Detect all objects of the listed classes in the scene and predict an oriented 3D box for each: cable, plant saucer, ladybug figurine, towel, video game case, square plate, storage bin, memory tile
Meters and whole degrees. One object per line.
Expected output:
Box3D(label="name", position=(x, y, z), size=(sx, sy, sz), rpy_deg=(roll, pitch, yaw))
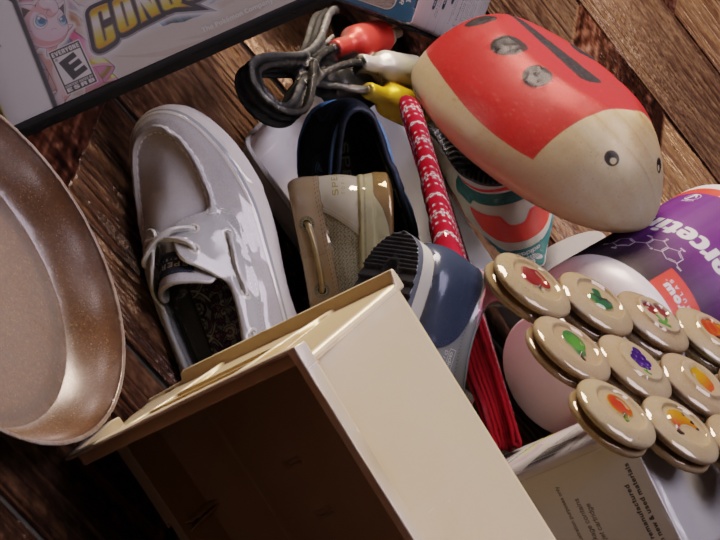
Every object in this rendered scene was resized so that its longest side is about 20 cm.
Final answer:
Box3D(label="cable", position=(-0.017, -0.130, 1.751), size=(0.200, 0.050, 0.097), rpy_deg=(1, 59, -63))
Box3D(label="plant saucer", position=(-0.192, 0.000, 1.397), size=(0.200, 0.032, 0.201), rpy_deg=(43, 31, -34))
Box3D(label="ladybug figurine", position=(0.111, -0.097, 1.743), size=(0.136, 0.072, 0.200), rpy_deg=(1, 32, -46))
Box3D(label="towel", position=(0.055, 0.001, 1.684), size=(0.200, 0.022, 0.145), rpy_deg=(-102, 175, -59))
Box3D(label="video game case", position=(-0.133, -0.190, 1.522), size=(0.026, 0.200, 0.181), rpy_deg=(100, -35, -80))
Box3D(label="square plate", position=(0.005, -0.031, 1.784), size=(0.198, 0.028, 0.200), rpy_deg=(55, 27, -11))
Box3D(label="storage bin", position=(-0.018, 0.130, 1.401), size=(0.200, 0.198, 0.094), rpy_deg=(57, 44, -7))
Box3D(label="memory tile", position=(0.165, 0.058, 1.553), size=(0.200, 0.017, 0.153), rpy_deg=(16, 32, -41))

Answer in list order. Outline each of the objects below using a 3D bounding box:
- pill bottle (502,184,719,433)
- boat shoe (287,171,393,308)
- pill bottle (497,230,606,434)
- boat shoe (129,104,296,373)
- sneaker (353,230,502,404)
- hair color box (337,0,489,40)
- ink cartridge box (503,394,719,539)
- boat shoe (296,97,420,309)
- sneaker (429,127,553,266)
Box3D(label="pill bottle", position=(0.177, 0.028, 1.735), size=(0.200, 0.112, 0.113), rpy_deg=(-29, 89, -44))
Box3D(label="boat shoe", position=(-0.013, 0.044, 1.595), size=(0.072, 0.065, 0.201), rpy_deg=(-103, -167, -76))
Box3D(label="pill bottle", position=(0.173, 0.079, 1.871), size=(0.200, 0.112, 0.112), rpy_deg=(58, 26, -13))
Box3D(label="boat shoe", position=(-0.087, 0.004, 1.551), size=(0.068, 0.072, 0.201), rpy_deg=(-4, 77, -61))
Box3D(label="sneaker", position=(0.021, 0.085, 1.535), size=(0.082, 0.200, 0.070), rpy_deg=(20, 3, -34))
Box3D(label="hair color box", position=(0.044, -0.208, 1.887), size=(0.060, 0.100, 0.200), rpy_deg=(20, 4, 12))
Box3D(label="ink cartridge box", position=(0.106, 0.143, 1.600), size=(0.084, 0.200, 0.145), rpy_deg=(64, 26, 0))
Box3D(label="boat shoe", position=(0.000, 0.000, 1.657), size=(0.069, 0.084, 0.201), rpy_deg=(165, -93, -73))
Box3D(label="sneaker", position=(0.084, -0.065, 1.903), size=(0.200, 0.070, 0.094), rpy_deg=(-115, -172, -64))
